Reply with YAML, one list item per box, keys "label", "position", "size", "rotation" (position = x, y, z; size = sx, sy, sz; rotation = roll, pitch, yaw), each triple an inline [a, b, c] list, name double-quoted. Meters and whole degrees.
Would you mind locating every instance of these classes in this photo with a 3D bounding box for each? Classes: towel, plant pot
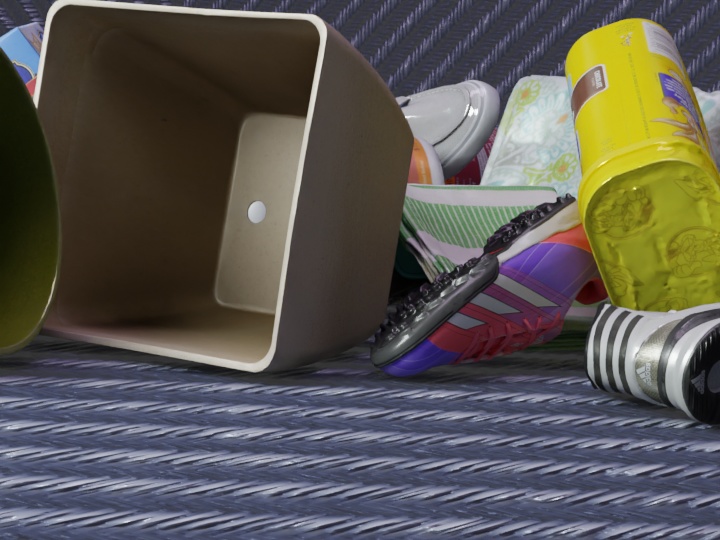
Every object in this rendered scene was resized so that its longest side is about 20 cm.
- label: "towel"
  position: [0.108, -0.006, 1.378]
  size: [0.152, 0.023, 0.200]
  rotation: [0, 29, -24]
- label: "towel"
  position: [0.169, -0.056, 1.489]
  size: [0.200, 0.171, 0.048]
  rotation: [11, -14, 42]
- label: "plant pot"
  position: [-0.074, -0.042, 1.258]
  size: [0.199, 0.200, 0.177]
  rotation: [8, -4, 31]
- label: "plant pot"
  position: [-0.299, -0.030, 1.158]
  size: [0.200, 0.188, 0.187]
  rotation: [-10, 3, 19]

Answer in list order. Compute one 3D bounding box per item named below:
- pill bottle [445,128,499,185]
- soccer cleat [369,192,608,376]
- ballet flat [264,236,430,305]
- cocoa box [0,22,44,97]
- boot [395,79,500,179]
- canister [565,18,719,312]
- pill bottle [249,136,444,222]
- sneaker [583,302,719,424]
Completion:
- label: "pill bottle"
  position: [0.111, -0.066, 1.743]
  size: [0.200, 0.110, 0.110]
  rotation: [2, 7, -32]
- label: "soccer cleat"
  position: [0.083, 0.023, 1.232]
  size: [0.068, 0.073, 0.200]
  rotation: [-23, 8, 44]
- label: "ballet flat"
  position: [0.000, 0.000, 1.435]
  size: [0.200, 0.072, 0.072]
  rotation: [-3, 10, -42]
- label: "cocoa box"
  position: [-0.271, -0.104, 1.605]
  size: [0.133, 0.131, 0.200]
  rotation: [-36, 9, 1]
- label: "boot"
  position: [0.011, -0.104, 1.624]
  size: [0.095, 0.074, 0.200]
  rotation: [21, -36, -37]
- label: "canister"
  position: [0.186, -0.055, 1.309]
  size: [0.086, 0.149, 0.200]
  rotation: [-19, 30, 12]
- label: "pill bottle"
  position: [-0.046, -0.048, 1.534]
  size: [0.200, 0.112, 0.112]
  rotation: [1, 8, -19]
- label: "sneaker"
  position: [0.202, 0.034, 1.176]
  size: [0.115, 0.076, 0.200]
  rotation: [13, 15, 43]
